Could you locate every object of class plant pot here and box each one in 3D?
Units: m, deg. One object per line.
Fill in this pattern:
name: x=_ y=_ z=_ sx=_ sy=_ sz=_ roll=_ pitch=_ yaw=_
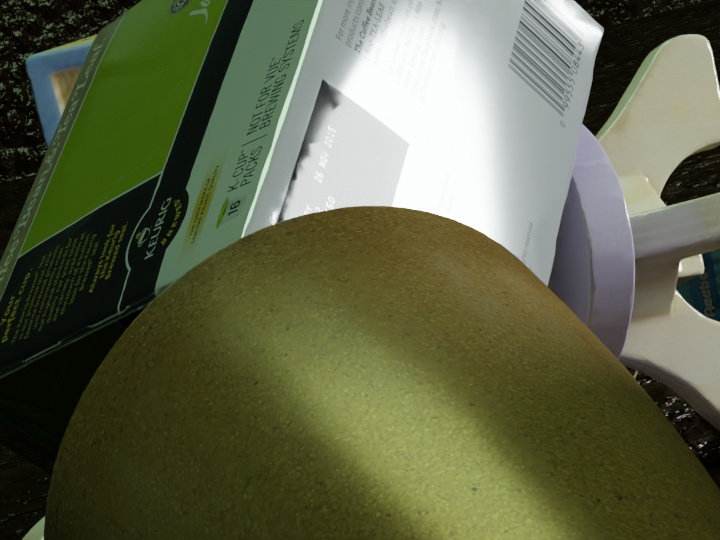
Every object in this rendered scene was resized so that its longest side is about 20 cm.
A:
plant pot: x=0.034 y=0.099 z=0.522 sx=0.186 sy=0.187 sz=0.200 roll=-18 pitch=25 yaw=-21

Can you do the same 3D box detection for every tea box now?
tea box: x=-0.032 y=-0.021 z=0.758 sx=0.196 sy=0.133 sz=0.201 roll=-23 pitch=40 yaw=45

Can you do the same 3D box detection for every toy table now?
toy table: x=0.117 y=-0.007 z=0.855 sx=0.117 sy=0.185 sz=0.200 roll=-9 pitch=4 yaw=-15

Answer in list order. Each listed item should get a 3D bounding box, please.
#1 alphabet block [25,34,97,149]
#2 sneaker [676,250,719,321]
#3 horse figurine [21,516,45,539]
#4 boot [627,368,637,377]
alphabet block: x=-0.243 y=-0.187 z=2.275 sx=0.195 sy=0.197 sz=0.200 roll=-8 pitch=12 yaw=20
sneaker: x=0.201 y=-0.010 z=1.092 sx=0.199 sy=0.080 sz=0.131 roll=0 pitch=17 yaw=19
horse figurine: x=-0.121 y=0.120 z=0.863 sx=0.200 sy=0.050 sz=0.132 roll=-32 pitch=2 yaw=-36
boot: x=0.029 y=0.059 z=0.972 sx=0.154 sy=0.074 sz=0.200 roll=3 pitch=22 yaw=45
